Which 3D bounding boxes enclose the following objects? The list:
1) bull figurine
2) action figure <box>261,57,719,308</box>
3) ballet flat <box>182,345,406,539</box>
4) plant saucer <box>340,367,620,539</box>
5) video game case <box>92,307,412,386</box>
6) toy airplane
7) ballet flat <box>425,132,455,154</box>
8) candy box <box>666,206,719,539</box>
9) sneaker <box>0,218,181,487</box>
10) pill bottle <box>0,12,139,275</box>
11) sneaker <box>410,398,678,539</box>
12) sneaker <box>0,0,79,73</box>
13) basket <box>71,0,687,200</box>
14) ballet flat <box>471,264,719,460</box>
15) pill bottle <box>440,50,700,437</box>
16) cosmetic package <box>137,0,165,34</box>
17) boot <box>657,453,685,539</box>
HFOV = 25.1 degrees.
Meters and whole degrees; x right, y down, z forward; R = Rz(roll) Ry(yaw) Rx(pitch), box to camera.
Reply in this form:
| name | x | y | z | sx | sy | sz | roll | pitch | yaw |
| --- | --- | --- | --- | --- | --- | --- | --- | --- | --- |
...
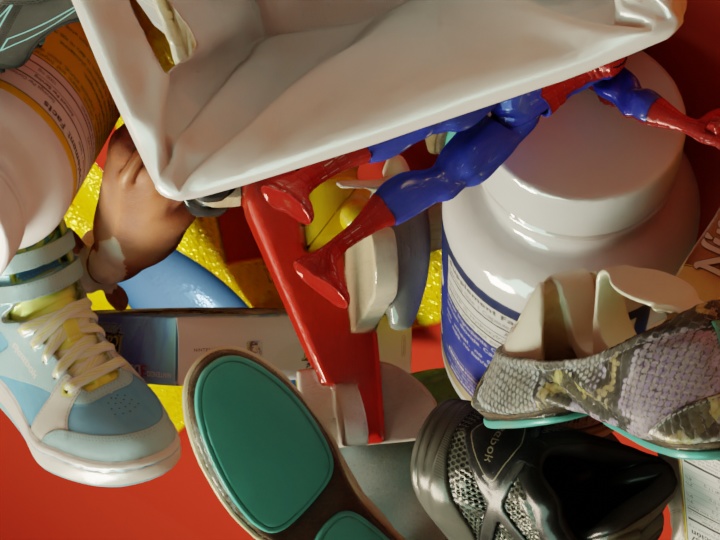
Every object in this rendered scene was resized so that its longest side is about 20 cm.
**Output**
| name | x | y | z | sx | sy | sz | roll | pitch | yaw |
| --- | --- | --- | --- | --- | --- | --- | --- | --- | --- |
| bull figurine | -0.126 | -0.052 | 0.998 | 0.065 | 0.122 | 0.200 | 39 | 155 | -2 |
| action figure | 0.070 | -0.056 | 0.626 | 0.099 | 0.199 | 0.066 | 30 | 151 | 47 |
| ballet flat | -0.029 | 0.124 | 0.847 | 0.201 | 0.069 | 0.069 | 54 | 153 | -10 |
| plant saucer | 0.071 | 0.102 | 0.943 | 0.199 | 0.200 | 0.039 | 23 | 123 | 30 |
| video game case | -0.095 | 0.048 | 1.085 | 0.199 | 0.180 | 0.046 | -1 | 90 | 53 |
| toy airplane | 0.000 | 0.000 | 0.890 | 0.200 | 0.140 | 0.200 | 54 | 166 | 47 |
| ballet flat | 0.044 | -0.127 | 0.705 | 0.072 | 0.068 | 0.200 | 33 | 152 | 6 |
| candy box | 0.190 | 0.038 | 0.726 | 0.055 | 0.116 | 0.201 | 24 | 151 | 30 |
| sneaker | -0.179 | 0.037 | 0.964 | 0.199 | 0.079 | 0.132 | 28 | 130 | 43 |
| pill bottle | -0.204 | -0.085 | 0.929 | 0.111 | 0.201 | 0.113 | 8 | 132 | 10 |
| sneaker | 0.114 | 0.143 | 0.798 | 0.113 | 0.077 | 0.200 | 7 | 142 | 44 |
| sneaker | -0.213 | -0.125 | 0.837 | 0.198 | 0.076 | 0.079 | -19 | 141 | 31 |
| basket | 0.008 | -0.127 | 0.573 | 0.198 | 0.123 | 0.137 | -16 | 105 | 21 |
| ballet flat | 0.099 | 0.032 | 0.652 | 0.072 | 0.072 | 0.200 | 45 | 165 | -14 |
| pill bottle | 0.097 | -0.013 | 0.764 | 0.119 | 0.120 | 0.201 | 29 | 153 | 19 |
| cosmetic package | -0.106 | -0.200 | 0.736 | 0.201 | 0.090 | 0.107 | 57 | 173 | -31 |
| boot | 0.189 | 0.157 | 0.907 | 0.067 | 0.131 | 0.201 | 7 | 141 | 47 |
